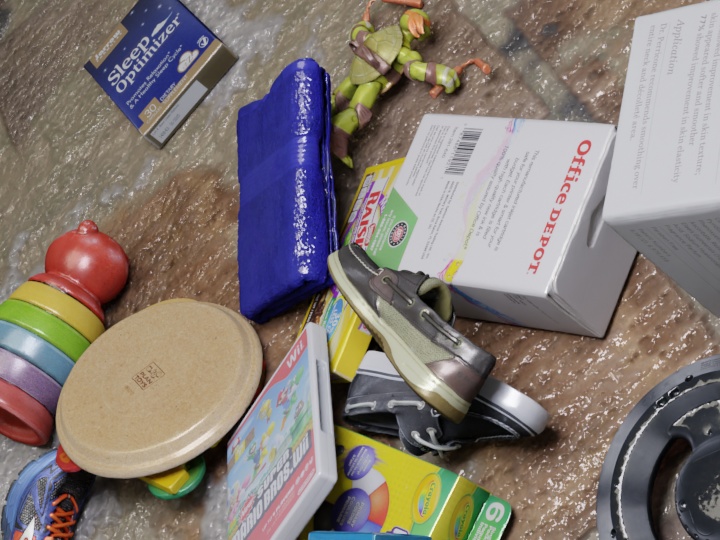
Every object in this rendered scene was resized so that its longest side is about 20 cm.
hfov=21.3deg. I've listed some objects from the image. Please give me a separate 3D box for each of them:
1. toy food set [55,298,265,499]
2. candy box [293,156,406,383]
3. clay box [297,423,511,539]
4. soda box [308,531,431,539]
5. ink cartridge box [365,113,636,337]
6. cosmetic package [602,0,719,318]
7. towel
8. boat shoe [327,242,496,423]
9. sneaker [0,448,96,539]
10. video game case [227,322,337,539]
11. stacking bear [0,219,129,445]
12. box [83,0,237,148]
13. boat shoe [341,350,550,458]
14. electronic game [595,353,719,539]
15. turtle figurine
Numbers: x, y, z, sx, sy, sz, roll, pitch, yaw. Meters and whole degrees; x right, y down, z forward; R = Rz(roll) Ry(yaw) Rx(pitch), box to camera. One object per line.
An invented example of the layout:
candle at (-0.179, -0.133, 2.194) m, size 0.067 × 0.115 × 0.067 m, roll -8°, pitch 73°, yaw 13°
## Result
toy food set at (-0.176, 0.106, 1.655) m, size 0.200 × 0.049 × 0.198 m, roll 20°, pitch 59°, yaw 39°
candy box at (0.000, 0.000, 1.589) m, size 0.102 × 0.026 × 0.200 m, roll -8°, pitch 56°, yaw 60°
clay box at (0.014, 0.192, 1.453) m, size 0.200 × 0.048 × 0.115 m, roll 16°, pitch 77°, yaw 48°
soda box at (0.004, 0.284, 1.342) m, size 0.064 × 0.068 × 0.200 m, roll -5°, pitch 79°, yaw 39°
ink cartridge box at (0.117, -0.037, 1.486) m, size 0.200 × 0.084 × 0.145 m, roll 8°, pitch 69°, yaw 45°
cosmetic package at (0.298, -0.080, 1.292) m, size 0.200 × 0.166 × 0.168 m, roll -7°, pitch 59°, yaw 40°
towel at (-0.061, -0.066, 1.645) m, size 0.148 × 0.049 × 0.200 m, roll 148°, pitch 125°, yaw -60°
boat shoe at (0.041, 0.034, 1.424) m, size 0.066 × 0.072 × 0.201 m, roll -43°, pitch 40°, yaw 5°
sneaker at (-0.278, 0.247, 1.675) m, size 0.078 × 0.075 × 0.200 m, roll 25°, pitch 88°, yaw 38°
video game case at (-0.064, 0.148, 1.494) m, size 0.143 × 0.017 × 0.200 m, roll -56°, pitch 20°, yaw 26°
stacking bear at (-0.287, 0.050, 1.782) m, size 0.114 × 0.121 × 0.200 m, roll 7°, pitch 61°, yaw 47°
box at (-0.212, -0.218, 1.945) m, size 0.121 × 0.032 × 0.200 m, roll -49°, pitch 41°, yaw 5°
boat shoe at (0.058, 0.110, 1.449) m, size 0.200 × 0.072 × 0.068 m, roll 10°, pitch 66°, yaw 48°
electronic game at (0.248, 0.149, 1.275) m, size 0.200 × 0.042 × 0.200 m, roll -16°, pitch 61°, yaw 30°
turtle figurine at (0.018, -0.170, 1.679) m, size 0.161 × 0.064 × 0.200 m, roll -52°, pitch 42°, yaw 1°
